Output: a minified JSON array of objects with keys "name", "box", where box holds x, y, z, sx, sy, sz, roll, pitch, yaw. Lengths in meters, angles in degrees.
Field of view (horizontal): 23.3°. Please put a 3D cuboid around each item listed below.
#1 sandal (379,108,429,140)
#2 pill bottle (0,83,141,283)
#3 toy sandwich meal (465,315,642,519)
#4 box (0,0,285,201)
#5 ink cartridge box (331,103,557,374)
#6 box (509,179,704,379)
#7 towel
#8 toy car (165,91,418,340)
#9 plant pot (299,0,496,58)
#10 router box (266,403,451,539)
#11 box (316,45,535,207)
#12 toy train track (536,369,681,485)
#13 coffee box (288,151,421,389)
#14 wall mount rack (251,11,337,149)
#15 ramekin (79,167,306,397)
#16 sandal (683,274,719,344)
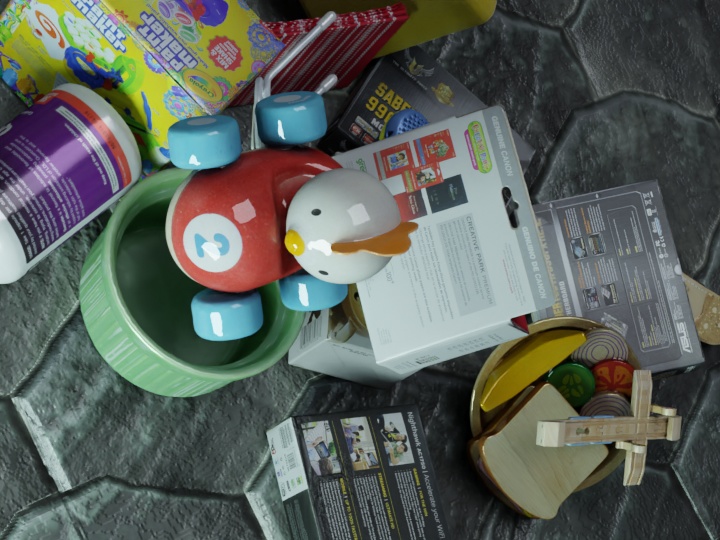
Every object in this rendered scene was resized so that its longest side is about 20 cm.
[{"name":"sandal","box":[0.086,-0.069,1.680,0.079,0.087,0.201,-21,82,-39]},{"name":"pill bottle","box":[-0.292,-0.066,1.506,0.200,0.112,0.113,-41,94,-28]},{"name":"toy sandwich meal","box":[0.195,0.144,1.715,0.204,0.070,0.206,-3,103,-12]},{"name":"box","box":[-0.210,-0.200,1.578,0.200,0.192,0.122,47,53,-7]},{"name":"ink cartridge box","box":[0.082,-0.028,1.593,0.084,0.175,0.201,30,45,-70]},{"name":"box","box":[0.254,0.020,1.810,0.157,0.048,0.201,-13,78,-3]},{"name":"towel","box":[-0.061,-0.209,1.709,0.199,0.145,0.023,-13,71,-35]},{"name":"toy car","box":[-0.044,-0.036,1.439,0.176,0.200,0.185,-19,111,-34]},{"name":"plant pot","box":[0.022,-0.355,1.762,0.176,0.199,0.201,41,50,-37]},{"name":"router box","box":[0.007,0.230,1.614,0.149,0.051,0.201,-2,71,-35]},{"name":"box","box":[0.072,-0.128,1.820,0.200,0.048,0.159,41,54,-12]},{"name":"toy train track","box":[0.251,0.156,1.693,0.199,0.032,0.115,2,94,-40]},{"name":"coffee box","box":[0.000,0.000,1.695,0.113,0.080,0.201,17,61,-27]},{"name":"wall mount rack","box":[-0.061,-0.138,1.638,0.074,0.200,0.175,2,66,0]},{"name":"ramekin","box":[-0.156,0.017,1.576,0.199,0.098,0.201,14,62,-27]},{"name":"sandal","box":[0.337,0.032,1.884,0.211,0.070,0.078,22,93,-28]}]
